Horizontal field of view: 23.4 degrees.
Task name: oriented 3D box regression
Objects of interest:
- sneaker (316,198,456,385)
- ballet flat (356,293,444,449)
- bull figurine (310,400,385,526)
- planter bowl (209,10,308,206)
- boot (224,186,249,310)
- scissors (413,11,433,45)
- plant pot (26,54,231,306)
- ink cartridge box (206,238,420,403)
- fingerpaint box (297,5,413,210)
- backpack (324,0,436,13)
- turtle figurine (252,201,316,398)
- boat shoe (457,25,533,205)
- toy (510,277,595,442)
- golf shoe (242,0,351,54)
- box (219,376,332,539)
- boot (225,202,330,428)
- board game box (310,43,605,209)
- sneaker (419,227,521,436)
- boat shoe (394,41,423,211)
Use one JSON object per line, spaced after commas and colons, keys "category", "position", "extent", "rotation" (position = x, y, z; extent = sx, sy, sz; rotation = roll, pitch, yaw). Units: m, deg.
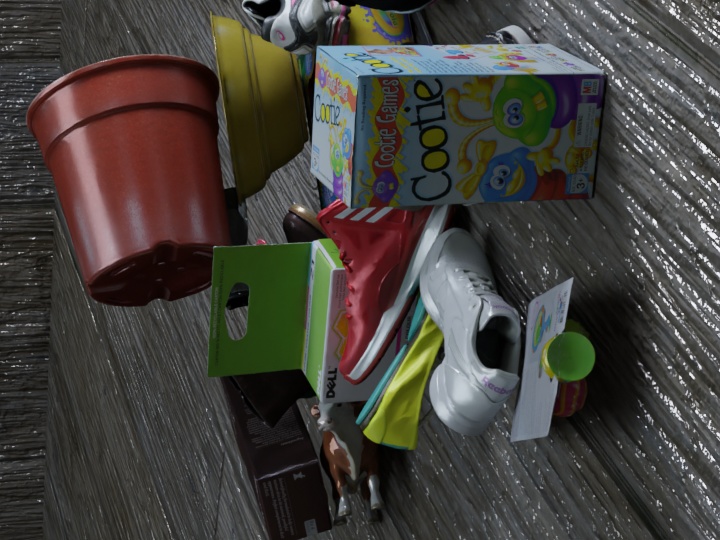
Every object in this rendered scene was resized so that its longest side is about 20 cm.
{"category": "sneaker", "position": [0.000, 0.000, 1.623], "extent": [0.201, 0.115, 0.078], "rotation": [-63, -3, 15]}
{"category": "ballet flat", "position": [0.064, 0.073, 1.572], "extent": [0.201, 0.067, 0.067], "rotation": [-63, 1, -21]}
{"category": "bull figurine", "position": [-0.011, 0.195, 1.794], "extent": [0.200, 0.065, 0.122], "rotation": [81, -179, -75]}
{"category": "planter bowl", "position": [-0.099, -0.171, 1.781], "extent": [0.200, 0.083, 0.202], "rotation": [171, 90, -87]}
{"category": "boot", "position": [-0.148, -0.018, 1.899], "extent": [0.200, 0.067, 0.131], "rotation": [-175, 73, -89]}
{"category": "scissors", "position": [0.077, -0.181, 1.607], "extent": [0.073, 0.014, 0.201], "rotation": [123, 141, -64]}
{"category": "plant pot", "position": [-0.217, -0.080, 1.737], "extent": [0.201, 0.200, 0.196], "rotation": [126, 133, -61]}
{"category": "ink cartridge box", "position": [-0.043, 0.051, 1.697], "extent": [0.076, 0.199, 0.149], "rotation": [-128, 39, -59]}
{"category": "fingerpaint box", "position": [0.002, -0.160, 1.730], "extent": [0.167, 0.073, 0.201], "rotation": [131, 133, -64]}
{"category": "backpack", "position": [0.012, -0.308, 1.525], "extent": [0.200, 0.177, 0.151], "rotation": [149, 136, -67]}
{"category": "turtle figurine", "position": [-0.076, 0.036, 1.961], "extent": [0.150, 0.100, 0.201], "rotation": [115, 139, -64]}
{"category": "boat shoe", "position": [0.092, -0.123, 1.478], "extent": [0.074, 0.060, 0.200], "rotation": [58, 150, 23]}
{"category": "toy", "position": [0.154, 0.076, 1.341], "extent": [0.200, 0.047, 0.116], "rotation": [91, -172, -83]}
{"category": "golf shoe", "position": [-0.071, -0.273, 1.688], "extent": [0.200, 0.092, 0.073], "rotation": [-114, 29, -56]}
{"category": "box", "position": [-0.092, 0.187, 1.859], "extent": [0.200, 0.075, 0.101], "rotation": [-119, 15, -53]}
{"category": "boot", "position": [-0.071, 0.049, 1.755], "extent": [0.072, 0.166, 0.201], "rotation": [29, 154, 45]}
{"category": "board game box", "position": [0.072, -0.113, 1.339], "extent": [0.105, 0.199, 0.104], "rotation": [-135, 45, -63]}
{"category": "sneaker", "position": [0.104, 0.038, 1.470], "extent": [0.100, 0.075, 0.201], "rotation": [-50, 34, 43]}
{"category": "boat shoe", "position": [0.036, -0.134, 1.557], "extent": [0.201, 0.075, 0.072], "rotation": [-94, 17, -48]}
